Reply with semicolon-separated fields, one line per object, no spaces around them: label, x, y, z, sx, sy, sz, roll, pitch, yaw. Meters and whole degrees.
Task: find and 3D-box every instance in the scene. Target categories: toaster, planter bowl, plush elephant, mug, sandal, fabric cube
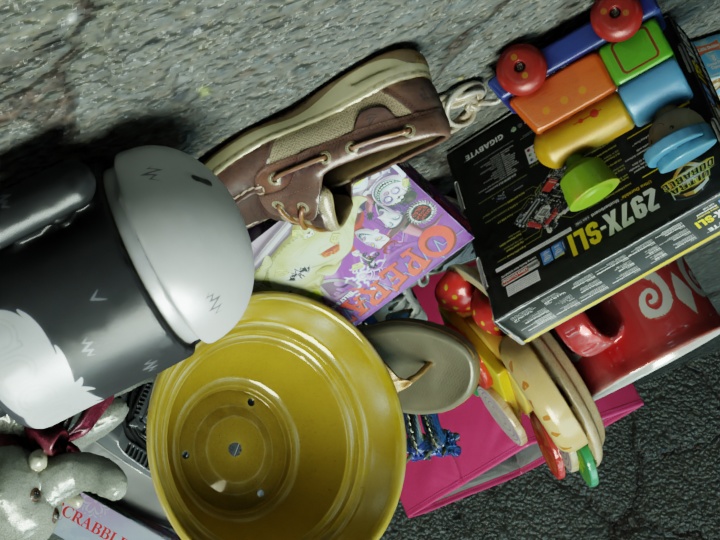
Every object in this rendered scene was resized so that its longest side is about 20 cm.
toaster;-0.152;0.132;1.200;0.199;0.115;0.129;30;149;-17
planter bowl;-0.072;0.121;1.048;0.199;0.203;0.083;-16;177;-34
plush elephant;-0.217;0.115;1.015;0.198;0.156;0.165;-20;149;7
mug;0.184;-0.016;1.171;0.132;0.202;0.178;-26;169;0
sandal;-0.007;0.076;1.156;0.198;0.081;0.054;8;-150;14
fabric cube;0.123;0.103;1.518;0.195;0.201;0.200;-12;161;-45

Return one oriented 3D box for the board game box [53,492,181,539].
board game box;-0.228;0.206;1.264;0.041;0.198;0.200;-60;180;-10

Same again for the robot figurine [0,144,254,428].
robot figurine;-0.158;0.010;0.853;0.198;0.126;0.150;-26;-177;3

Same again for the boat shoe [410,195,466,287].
boat shoe;-0.001;-0.001;1.151;0.200;0.065;0.075;-16;122;-17

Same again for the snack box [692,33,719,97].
snack box;0.318;-0.164;1.227;0.198;0.037;0.116;-20;164;-23

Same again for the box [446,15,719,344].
box;0.167;-0.064;1.065;0.199;0.161;0.049;-32;141;22

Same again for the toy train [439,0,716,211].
toy train;0.128;-0.089;1.002;0.199;0.117;0.085;-29;165;12

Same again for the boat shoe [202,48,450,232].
boat shoe;-0.032;-0.056;0.931;0.199;0.073;0.072;-30;165;17

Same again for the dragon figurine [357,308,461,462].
dragon figurine;0.029;0.091;1.237;0.058;0.100;0.200;-17;146;19

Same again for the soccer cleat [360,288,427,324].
soccer cleat;0.024;0.031;1.298;0.068;0.085;0.200;-37;168;-5

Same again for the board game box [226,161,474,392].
board game box;-0.033;-0.003;1.053;0.199;0.032;0.120;-37;134;18

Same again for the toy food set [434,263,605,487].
toy food set;0.123;0.083;1.176;0.048;0.200;0.199;-36;146;-9

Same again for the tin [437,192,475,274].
tin;0.124;-0.049;1.308;0.198;0.042;0.112;-20;161;-20
